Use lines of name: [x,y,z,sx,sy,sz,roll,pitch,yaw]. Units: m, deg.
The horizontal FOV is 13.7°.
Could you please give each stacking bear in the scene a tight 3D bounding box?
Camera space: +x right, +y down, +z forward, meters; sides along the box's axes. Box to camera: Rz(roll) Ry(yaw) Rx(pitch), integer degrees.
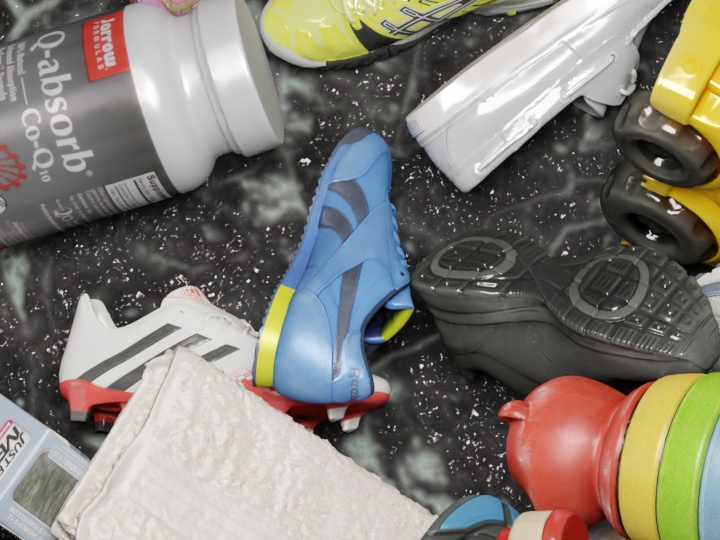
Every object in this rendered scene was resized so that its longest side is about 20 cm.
stacking bear: [0.168,0.106,1.547,0.199,0.121,0.114,10,80,28]

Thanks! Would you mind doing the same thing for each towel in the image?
towel: [-0.058,0.143,1.629,0.199,0.034,0.133,33,74,-10]

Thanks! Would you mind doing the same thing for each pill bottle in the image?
pill bottle: [-0.153,-0.091,1.754,0.199,0.116,0.117,-17,70,7]

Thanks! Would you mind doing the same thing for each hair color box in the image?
hair color box: [-0.224,0.092,1.689,0.200,0.099,0.061,31,81,40]

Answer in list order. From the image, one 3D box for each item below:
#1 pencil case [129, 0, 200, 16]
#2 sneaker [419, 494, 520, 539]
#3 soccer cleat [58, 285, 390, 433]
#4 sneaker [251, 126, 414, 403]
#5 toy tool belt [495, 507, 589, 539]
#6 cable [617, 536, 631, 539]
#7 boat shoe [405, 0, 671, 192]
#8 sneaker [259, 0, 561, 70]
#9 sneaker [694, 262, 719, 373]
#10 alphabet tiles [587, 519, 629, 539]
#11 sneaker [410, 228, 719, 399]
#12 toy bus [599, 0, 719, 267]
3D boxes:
pencil case: [-0.057,-0.222,1.793,0.199,0.087,0.083,-24,32,4]
sneaker: [0.031,0.214,1.607,0.073,0.082,0.201,28,70,-11]
soccer cleat: [-0.079,0.051,1.720,0.199,0.069,0.086,0,78,18]
sneaker: [0.000,0.000,1.693,0.078,0.066,0.201,11,46,9]
toy tool belt: [0.045,0.217,1.503,0.122,0.125,0.201,-4,65,27]
cable: [0.229,0.176,1.609,0.199,0.069,0.201,7,75,15]
boat shoe: [0.123,-0.118,1.730,0.200,0.072,0.069,-35,95,-10]
sneaker: [0.031,-0.177,1.760,0.199,0.076,0.076,-19,72,8]
sneaker: [0.247,0.052,1.589,0.199,0.078,0.087,9,48,29]
alphabet tiles: [0.083,0.215,1.618,0.199,0.008,0.168,-6,69,38]
sneaker: [0.120,0.035,1.648,0.199,0.091,0.076,15,44,44]
toy bus: [0.241,-0.060,1.613,0.191,0.200,0.136,30,70,14]
